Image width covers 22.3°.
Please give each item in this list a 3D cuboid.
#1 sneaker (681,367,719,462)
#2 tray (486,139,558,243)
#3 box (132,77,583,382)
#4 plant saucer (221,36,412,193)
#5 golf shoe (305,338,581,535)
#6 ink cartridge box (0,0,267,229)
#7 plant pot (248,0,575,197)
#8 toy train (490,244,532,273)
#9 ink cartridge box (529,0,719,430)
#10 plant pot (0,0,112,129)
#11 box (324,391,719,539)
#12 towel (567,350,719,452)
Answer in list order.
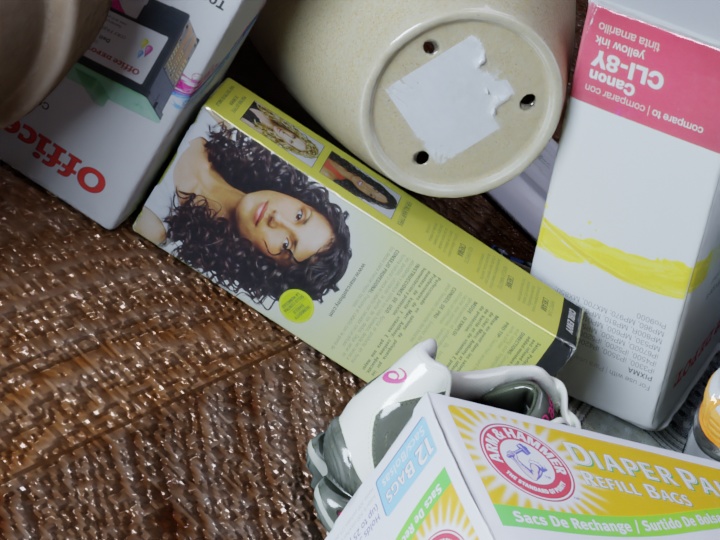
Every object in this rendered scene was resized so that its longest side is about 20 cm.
[{"bbox_3d":[0.224,0.097,0.859,0.198,0.078,0.078,13,29,-28],"label":"sneaker"},{"bbox_3d":[0.101,-0.065,1.113,0.200,0.022,0.107,46,30,21],"label":"tray"},{"bbox_3d":[0.000,0.000,0.836,0.199,0.076,0.050,32,24,-3],"label":"box"},{"bbox_3d":[-0.040,-0.104,1.010,0.199,0.030,0.201,28,27,-15],"label":"plant saucer"},{"bbox_3d":[0.075,0.091,0.756,0.199,0.088,0.077,18,29,-33],"label":"golf shoe"},{"bbox_3d":[-0.113,-0.141,0.798,0.144,0.201,0.084,33,30,-2],"label":"ink cartridge box"},{"bbox_3d":[0.028,-0.126,0.877,0.186,0.188,0.201,22,28,-23],"label":"plant pot"},{"bbox_3d":[0.021,-0.014,0.928,0.199,0.034,0.046,22,19,-23],"label":"toy train"},{"bbox_3d":[0.151,-0.047,0.883,0.083,0.202,0.145,22,33,20],"label":"ink cartridge box"},{"bbox_3d":[-0.209,-0.096,0.663,0.199,0.201,0.175,30,45,-7],"label":"plant pot"},{"bbox_3d":[0.089,0.135,0.672,0.198,0.113,0.102,15,32,-31],"label":"box"},{"bbox_3d":[0.206,0.095,0.931,0.200,0.035,0.192,41,34,14],"label":"towel"}]
